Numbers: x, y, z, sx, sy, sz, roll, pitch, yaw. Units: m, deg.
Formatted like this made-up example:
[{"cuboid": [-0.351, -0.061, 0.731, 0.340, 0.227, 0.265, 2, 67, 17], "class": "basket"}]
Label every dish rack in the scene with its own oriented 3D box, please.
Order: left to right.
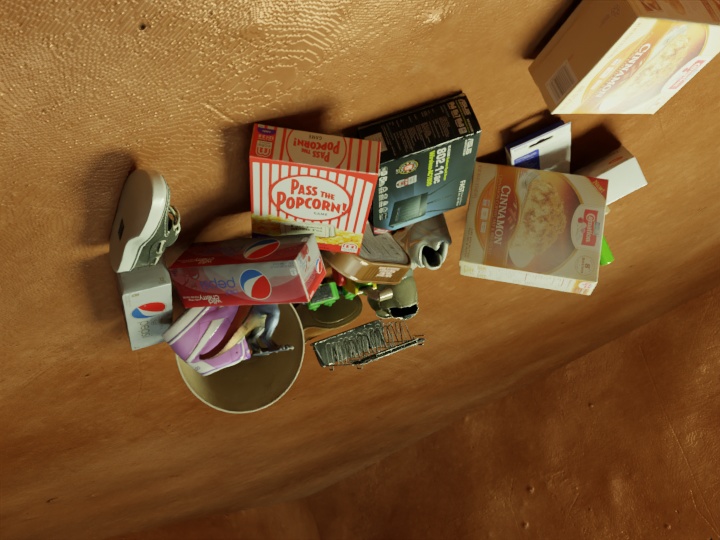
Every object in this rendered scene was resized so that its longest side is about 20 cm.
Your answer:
[{"cuboid": [0.015, 0.128, 1.337, 0.150, 0.056, 0.199, -19, -178, -27], "class": "dish rack"}]

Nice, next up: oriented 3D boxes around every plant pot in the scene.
[{"cuboid": [-0.189, 0.109, 1.215, 0.195, 0.206, 0.134, -18, -174, -6], "class": "plant pot"}]

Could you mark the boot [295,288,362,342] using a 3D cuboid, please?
[{"cuboid": [-0.092, 0.107, 1.423, 0.196, 0.078, 0.156, -26, 165, -11], "class": "boot"}]

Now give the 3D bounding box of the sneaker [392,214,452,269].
[{"cuboid": [0.096, -0.031, 1.245, 0.074, 0.094, 0.201, -15, 158, -16], "class": "sneaker"}]

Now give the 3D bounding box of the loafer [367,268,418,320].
[{"cuboid": [0.058, 0.057, 1.314, 0.073, 0.071, 0.200, -18, 166, -8], "class": "loafer"}]

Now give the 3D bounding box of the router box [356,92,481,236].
[{"cuboid": [0.075, -0.135, 1.021, 0.146, 0.063, 0.201, -20, 158, -6], "class": "router box"}]

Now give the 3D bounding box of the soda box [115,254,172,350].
[{"cuboid": [-0.304, 0.041, 1.078, 0.066, 0.065, 0.201, -14, 158, -19], "class": "soda box"}]

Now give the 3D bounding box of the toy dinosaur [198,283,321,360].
[{"cuboid": [-0.126, 0.019, 1.051, 0.195, 0.187, 0.105, -3, 171, -24], "class": "toy dinosaur"}]

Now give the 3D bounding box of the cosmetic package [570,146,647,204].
[{"cuboid": [0.352, -0.125, 1.233, 0.197, 0.052, 0.151, -28, -170, 18], "class": "cosmetic package"}]

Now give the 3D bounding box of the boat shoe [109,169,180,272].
[{"cuboid": [-0.248, -0.059, 0.898, 0.062, 0.073, 0.199, -6, 162, -31], "class": "boat shoe"}]

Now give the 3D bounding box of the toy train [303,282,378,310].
[{"cuboid": [-0.009, 0.026, 1.339, 0.195, 0.043, 0.056, -15, 172, -16], "class": "toy train"}]

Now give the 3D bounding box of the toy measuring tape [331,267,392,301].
[{"cuboid": [0.000, 0.000, 1.201, 0.072, 0.076, 0.199, -14, -170, -17], "class": "toy measuring tape"}]

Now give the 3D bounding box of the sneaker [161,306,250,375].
[{"cuboid": [-0.180, 0.063, 1.109, 0.201, 0.114, 0.073, -45, -171, -7], "class": "sneaker"}]

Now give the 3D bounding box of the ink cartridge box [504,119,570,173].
[{"cuboid": [0.271, -0.172, 1.159, 0.093, 0.038, 0.200, -23, 161, 7], "class": "ink cartridge box"}]

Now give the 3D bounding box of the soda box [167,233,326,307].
[{"cuboid": [-0.148, 0.002, 0.996, 0.195, 0.065, 0.070, -4, -149, 25], "class": "soda box"}]

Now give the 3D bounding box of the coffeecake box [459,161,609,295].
[{"cuboid": [0.253, -0.062, 1.121, 0.194, 0.158, 0.073, 9, 166, 11], "class": "coffeecake box"}]

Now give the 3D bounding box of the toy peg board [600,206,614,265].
[{"cuboid": [0.337, -0.042, 1.318, 0.196, 0.099, 0.200, -28, -173, 13], "class": "toy peg board"}]

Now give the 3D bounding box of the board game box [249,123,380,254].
[{"cuboid": [-0.061, -0.094, 0.940, 0.147, 0.048, 0.201, 7, 154, -3], "class": "board game box"}]

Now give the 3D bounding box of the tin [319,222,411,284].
[{"cuboid": [0.004, -0.033, 1.120, 0.042, 0.112, 0.198, -53, 154, 19], "class": "tin"}]

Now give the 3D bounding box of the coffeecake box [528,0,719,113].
[{"cuboid": [0.328, -0.266, 0.917, 0.196, 0.075, 0.154, -8, 154, -32], "class": "coffeecake box"}]
